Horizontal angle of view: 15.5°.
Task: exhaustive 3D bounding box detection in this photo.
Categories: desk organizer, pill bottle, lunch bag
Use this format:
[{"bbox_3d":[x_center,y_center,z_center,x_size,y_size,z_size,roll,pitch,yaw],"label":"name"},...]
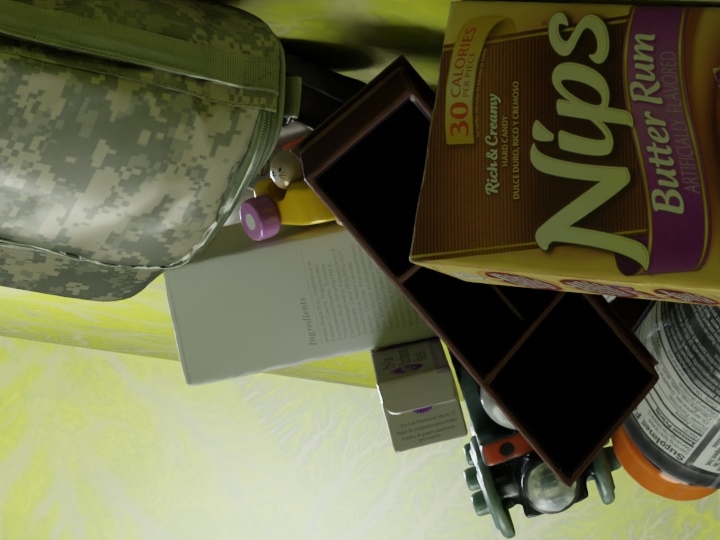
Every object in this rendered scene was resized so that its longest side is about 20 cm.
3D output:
[{"bbox_3d":[0.058,0.002,1.248,0.200,0.072,0.077,49,-174,-12],"label":"desk organizer"},{"bbox_3d":[0.192,0.041,1.328,0.106,0.106,0.200,11,146,-12],"label":"pill bottle"},{"bbox_3d":[-0.147,-0.077,1.186,0.200,0.140,0.168,12,157,-26],"label":"lunch bag"}]

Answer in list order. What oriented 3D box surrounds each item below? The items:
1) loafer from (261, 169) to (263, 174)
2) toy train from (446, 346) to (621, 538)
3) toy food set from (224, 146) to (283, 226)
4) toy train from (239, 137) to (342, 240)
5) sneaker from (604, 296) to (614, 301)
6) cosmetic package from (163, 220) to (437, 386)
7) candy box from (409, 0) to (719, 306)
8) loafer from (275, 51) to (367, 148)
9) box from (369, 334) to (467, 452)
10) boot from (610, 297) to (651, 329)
[{"bbox_3d":[0.024,-0.040,1.573,0.200,0.072,0.063,12,-168,34],"label":"loafer"},{"bbox_3d":[0.087,0.071,1.456,0.085,0.114,0.200,-19,-170,3],"label":"toy train"},{"bbox_3d":[-0.139,-0.064,1.565,0.200,0.061,0.143,3,171,42],"label":"toy food set"},{"bbox_3d":[0.015,-0.065,1.404,0.200,0.056,0.150,-7,-168,34],"label":"toy train"},{"bbox_3d":[0.144,-0.031,1.405,0.088,0.081,0.200,-28,-178,5],"label":"sneaker"},{"bbox_3d":[0.000,0.000,1.429,0.200,0.074,0.102,-11,-170,6],"label":"cosmetic package"},{"bbox_3d":[0.124,-0.047,1.085,0.200,0.117,0.056,5,172,33],"label":"candy box"},{"bbox_3d":[-0.075,-0.073,1.342,0.200,0.072,0.073,4,172,42],"label":"loafer"},{"bbox_3d":[0.028,0.054,1.415,0.041,0.039,0.200,-14,-171,1],"label":"box"},{"bbox_3d":[0.234,0.036,1.448,0.155,0.074,0.200,32,138,-24],"label":"boot"}]
